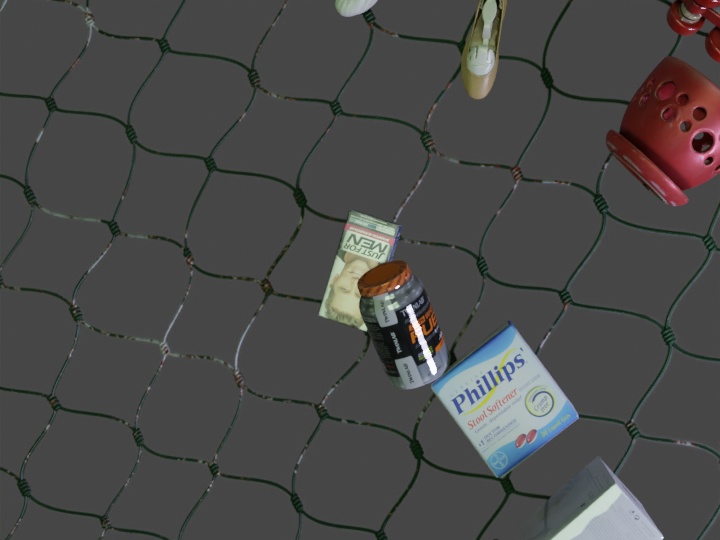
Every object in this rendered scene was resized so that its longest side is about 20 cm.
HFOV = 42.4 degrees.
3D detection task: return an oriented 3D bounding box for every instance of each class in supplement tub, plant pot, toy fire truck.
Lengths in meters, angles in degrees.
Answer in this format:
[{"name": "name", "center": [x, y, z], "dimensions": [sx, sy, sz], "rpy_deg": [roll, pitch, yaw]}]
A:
[{"name": "supplement tub", "center": [0.072, 0.093, 1.619], "dimensions": [0.121, 0.123, 0.202], "rpy_deg": [-21, 110, 7]}, {"name": "plant pot", "center": [0.526, -0.227, 1.558], "dimensions": [0.200, 0.200, 0.183], "rpy_deg": [44, 104, 4]}, {"name": "toy fire truck", "center": [0.634, -0.472, 1.592], "dimensions": [0.199, 0.112, 0.169], "rpy_deg": [37, 71, 4]}]

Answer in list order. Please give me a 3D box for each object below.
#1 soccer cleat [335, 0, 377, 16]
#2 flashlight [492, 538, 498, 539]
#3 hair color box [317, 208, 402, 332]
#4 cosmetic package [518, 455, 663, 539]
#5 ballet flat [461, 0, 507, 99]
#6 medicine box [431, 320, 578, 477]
[{"name": "soccer cleat", "center": [0.034, -0.534, 1.669], "dimensions": [0.199, 0.078, 0.070], "rpy_deg": [-35, 87, 7]}, {"name": "flashlight", "center": [0.240, 0.590, 1.665], "dimensions": [0.067, 0.068, 0.203], "rpy_deg": [16, 92, 5]}, {"name": "hair color box", "center": [0.000, 0.000, 1.690], "dimensions": [0.098, 0.061, 0.203], "rpy_deg": [17, 93, 7]}, {"name": "cosmetic package", "center": [0.382, 0.443, 1.579], "dimensions": [0.200, 0.199, 0.123], "rpy_deg": [-43, 86, 5]}, {"name": "ballet flat", "center": [0.218, -0.411, 1.655], "dimensions": [0.067, 0.063, 0.204], "rpy_deg": [8, 92, 7]}, {"name": "medicine box", "center": [0.252, 0.224, 1.641], "dimensions": [0.181, 0.103, 0.201], "rpy_deg": [-38, 87, 6]}]
